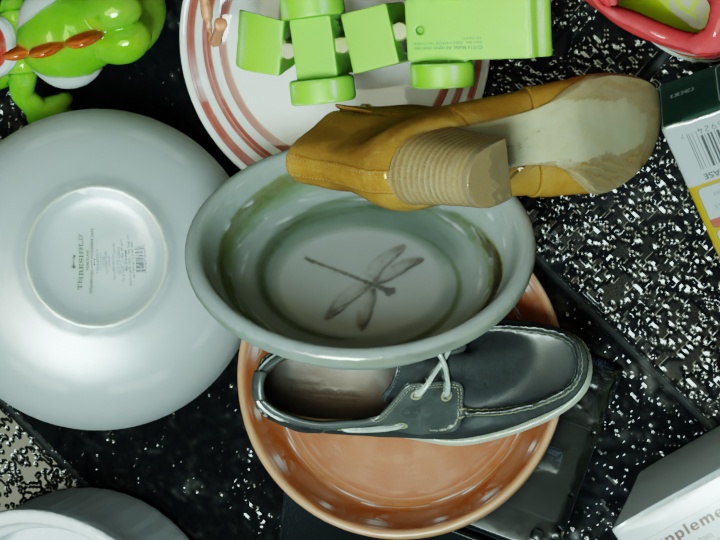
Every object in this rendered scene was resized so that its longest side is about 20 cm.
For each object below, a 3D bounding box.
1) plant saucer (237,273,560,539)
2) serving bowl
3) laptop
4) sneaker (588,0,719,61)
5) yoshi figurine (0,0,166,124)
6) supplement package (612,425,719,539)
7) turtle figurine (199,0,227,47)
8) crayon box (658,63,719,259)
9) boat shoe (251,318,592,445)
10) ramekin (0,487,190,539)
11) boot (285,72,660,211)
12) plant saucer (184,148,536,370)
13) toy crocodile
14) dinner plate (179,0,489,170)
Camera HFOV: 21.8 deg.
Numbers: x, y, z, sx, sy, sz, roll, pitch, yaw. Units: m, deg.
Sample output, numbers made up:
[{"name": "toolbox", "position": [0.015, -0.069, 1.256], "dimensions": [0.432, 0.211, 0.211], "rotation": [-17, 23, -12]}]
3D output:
[{"name": "plant saucer", "position": [0.025, 0.063, 1.134], "dimensions": [0.199, 0.032, 0.202], "rotation": [-2, 77, 7]}, {"name": "serving bowl", "position": [-0.158, -0.005, 1.128], "dimensions": [0.199, 0.066, 0.201], "rotation": [1, 83, -8]}, {"name": "laptop", "position": [0.051, 0.133, 1.184], "dimensions": [0.176, 0.103, 0.201], "rotation": [19, 80, 12]}, {"name": "sneaker", "position": [0.135, -0.185, 1.049], "dimensions": [0.199, 0.085, 0.077], "rotation": [30, 106, 9]}, {"name": "yoshi figurine", "position": [-0.202, -0.150, 1.175], "dimensions": [0.199, 0.112, 0.113], "rotation": [-1, 60, 31]}, {"name": "supplement package", "position": [0.253, 0.189, 1.078], "dimensions": [0.117, 0.117, 0.201], "rotation": [-32, 90, 20]}, {"name": "turtle figurine", "position": [-0.057, -0.238, 1.074], "dimensions": [0.200, 0.064, 0.162], "rotation": [122, 138, -51]}, {"name": "crayon box", "position": [0.259, -0.034, 1.039], "dimensions": [0.125, 0.052, 0.201], "rotation": [-19, 121, 19]}, {"name": "boat shoe", "position": [0.036, 0.064, 1.083], "dimensions": [0.199, 0.068, 0.072], "rotation": [-4, 79, 5]}, {"name": "ramekin", "position": [-0.188, 0.241, 1.230], "dimensions": [0.199, 0.098, 0.202], "rotation": [3, 101, 17]}, {"name": "boot", "position": [0.066, -0.080, 1.076], "dimensions": [0.144, 0.201, 0.071], "rotation": [13, 113, 42]}, {"name": "plant saucer", "position": [0.000, 0.000, 1.068], "dimensions": [0.199, 0.200, 0.050], "rotation": [11, 131, 14]}, {"name": "toy crocodile", "position": [0.016, -0.136, 1.084], "dimensions": [0.199, 0.062, 0.068], "rotation": [-5, 99, 21]}, {"name": "dinner plate", "position": [-0.015, -0.140, 1.143], "dimensions": [0.199, 0.024, 0.201], "rotation": [3, 101, 16]}]
